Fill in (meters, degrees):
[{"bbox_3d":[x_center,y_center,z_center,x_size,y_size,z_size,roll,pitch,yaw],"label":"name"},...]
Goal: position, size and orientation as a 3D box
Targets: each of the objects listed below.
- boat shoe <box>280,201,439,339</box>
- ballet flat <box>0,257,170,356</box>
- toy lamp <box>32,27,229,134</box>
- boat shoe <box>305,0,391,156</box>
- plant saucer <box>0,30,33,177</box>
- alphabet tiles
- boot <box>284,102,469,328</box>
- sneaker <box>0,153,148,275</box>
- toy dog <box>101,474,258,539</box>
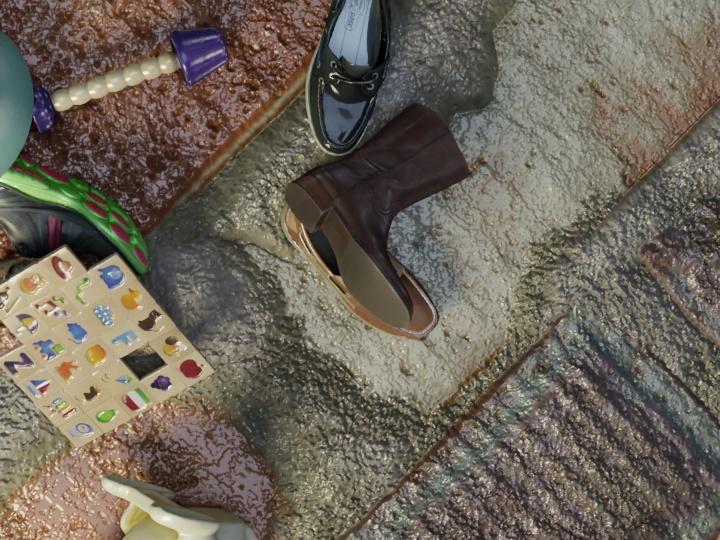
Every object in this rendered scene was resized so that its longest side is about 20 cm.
[{"bbox_3d":[0.000,0.000,1.599,0.200,0.072,0.076,40,86,-10],"label":"boat shoe"},{"bbox_3d":[-0.269,0.036,1.540,0.200,0.065,0.071,15,74,-21],"label":"ballet flat"},{"bbox_3d":[-0.228,-0.190,1.555,0.200,0.058,0.058,-20,97,-6],"label":"toy lamp"},{"bbox_3d":[-0.007,-0.214,1.586,0.074,0.066,0.200,15,91,-11],"label":"boat shoe"},{"bbox_3d":[-0.410,-0.158,1.495,0.200,0.036,0.200,-1,78,6],"label":"plant saucer"},{"bbox_3d":[-0.264,0.069,1.526,0.167,0.008,0.200,-29,121,12],"label":"alphabet tiles"},{"bbox_3d":[0.051,-0.060,1.566,0.200,0.064,0.186,-32,83,-35],"label":"boot"},{"bbox_3d":[-0.299,-0.047,1.551,0.200,0.077,0.084,29,110,-11],"label":"sneaker"},{"bbox_3d":[-0.204,0.322,1.566,0.194,0.139,0.200,22,87,-47],"label":"toy dog"}]
